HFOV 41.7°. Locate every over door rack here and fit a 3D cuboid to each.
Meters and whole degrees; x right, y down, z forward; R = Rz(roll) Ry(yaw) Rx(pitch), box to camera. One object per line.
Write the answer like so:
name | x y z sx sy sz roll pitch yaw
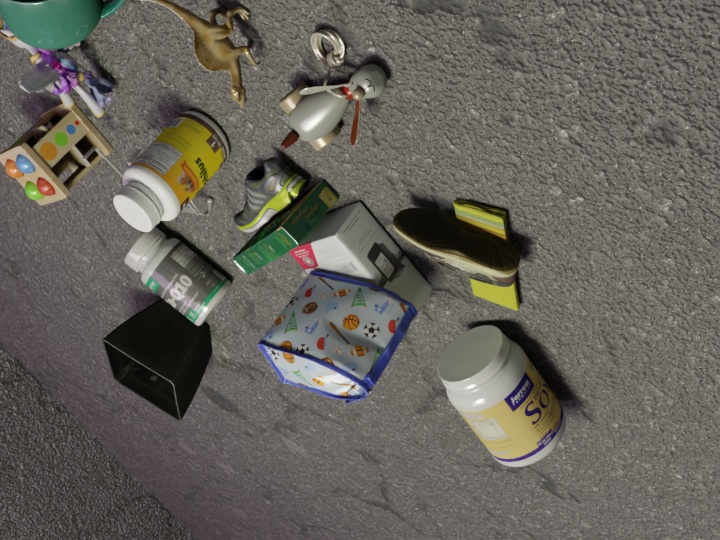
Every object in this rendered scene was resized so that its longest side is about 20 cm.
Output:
over door rack | -0.375 -0.171 1.705 0.146 0.067 0.200 8 160 39

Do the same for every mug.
mug | -0.449 -0.399 1.407 0.184 0.153 0.115 26 151 16

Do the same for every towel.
towel | 0.189 -0.022 1.398 0.085 0.018 0.201 22 148 33

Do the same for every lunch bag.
lunch bag | -0.026 0.107 1.473 0.198 0.171 0.124 8 143 38

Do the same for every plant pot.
plant pot | -0.450 0.190 2.176 0.198 0.178 0.200 28 148 13

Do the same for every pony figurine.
pony figurine | -0.499 -0.341 1.565 0.192 0.168 0.200 20 162 39

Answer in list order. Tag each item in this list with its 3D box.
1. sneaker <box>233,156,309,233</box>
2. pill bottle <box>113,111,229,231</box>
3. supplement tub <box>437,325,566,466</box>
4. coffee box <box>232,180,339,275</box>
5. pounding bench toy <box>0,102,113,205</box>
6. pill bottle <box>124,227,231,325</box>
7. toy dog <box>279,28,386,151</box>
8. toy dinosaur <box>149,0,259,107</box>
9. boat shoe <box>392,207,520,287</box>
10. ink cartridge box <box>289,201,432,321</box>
sneaker | -0.161 -0.129 1.569 0.081 0.074 0.199 49 140 -8
pill bottle | -0.309 -0.159 1.539 0.108 0.201 0.110 26 148 17
supplement tub | 0.228 0.202 1.531 0.145 0.146 0.201 -7 129 49
coffee box | -0.124 -0.068 1.553 0.044 0.123 0.199 46 150 -12
pounding bench toy | -0.605 -0.213 1.813 0.199 0.157 0.125 -6 130 49
pill bottle | -0.369 0.008 1.911 0.199 0.113 0.113 38 149 -3
toy dog | -0.052 -0.219 1.297 0.131 0.097 0.200 36 149 0
toy dinosaur | -0.201 -0.324 1.302 0.200 0.101 0.058 49 147 -20
boat shoe | 0.135 -0.027 1.363 0.199 0.072 0.066 23 144 23
ink cartridge box | 0.000 0.000 1.551 0.200 0.084 0.145 49 147 -20
